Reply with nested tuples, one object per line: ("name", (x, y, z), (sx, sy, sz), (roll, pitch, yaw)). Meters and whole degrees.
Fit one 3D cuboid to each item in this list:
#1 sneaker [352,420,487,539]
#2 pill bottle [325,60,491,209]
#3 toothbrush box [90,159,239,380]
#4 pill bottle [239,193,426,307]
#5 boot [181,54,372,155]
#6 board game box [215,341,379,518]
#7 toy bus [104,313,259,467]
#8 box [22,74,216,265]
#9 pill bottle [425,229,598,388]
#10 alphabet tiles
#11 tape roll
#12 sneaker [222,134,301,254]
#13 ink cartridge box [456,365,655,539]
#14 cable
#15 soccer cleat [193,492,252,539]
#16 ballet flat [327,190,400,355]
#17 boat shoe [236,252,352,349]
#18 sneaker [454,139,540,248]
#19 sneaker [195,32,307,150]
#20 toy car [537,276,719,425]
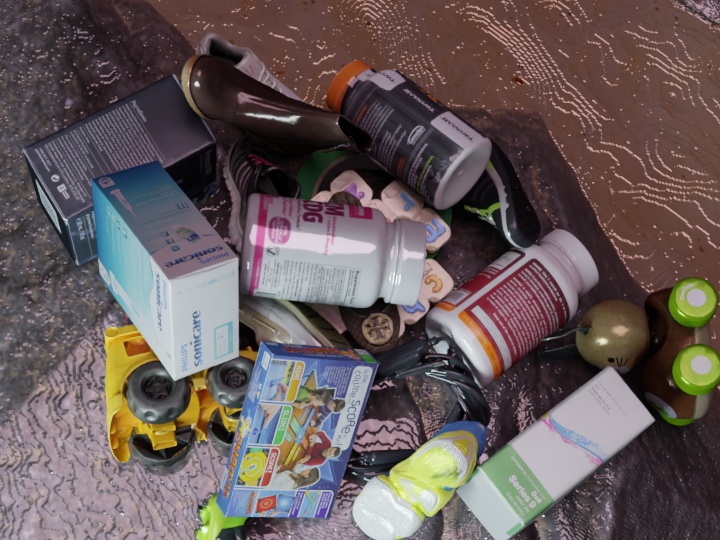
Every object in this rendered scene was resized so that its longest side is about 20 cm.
("sneaker", (0.077, 0.233, 1.535), (0.076, 0.200, 0.105), (53, 41, 4))
("pill bottle", (0.051, -0.170, 1.639), (0.200, 0.106, 0.106), (40, 70, 20))
("toothbrush box", (-0.214, -0.003, 1.499), (0.085, 0.147, 0.200), (-19, 44, -25))
("pill bottle", (-0.032, -0.019, 1.520), (0.199, 0.113, 0.114), (7, 69, -6))
("boot", (-0.093, -0.188, 1.565), (0.166, 0.200, 0.073), (10, 77, 31))
("board game box", (-0.069, 0.179, 1.506), (0.135, 0.034, 0.201), (7, 109, -30))
("toy bus", (-0.200, 0.109, 1.569), (0.199, 0.136, 0.192), (-9, 55, -11))
("box", (-0.280, -0.118, 1.622), (0.200, 0.149, 0.107), (-30, 76, -15))
("pill bottle", (0.184, 0.041, 1.630), (0.200, 0.113, 0.113), (-36, 77, -17))
("alphabet tiles", (0.008, -0.016, 1.633), (0.200, 0.015, 0.196), (-41, 81, -13))
("tape roll", (0.012, -0.071, 1.689), (0.200, 0.048, 0.201), (2, 69, -5))
("sneaker", (-0.113, -0.104, 1.637), (0.074, 0.087, 0.200), (28, 34, -28))
("ink cartridge box", (0.220, 0.211, 1.553), (0.200, 0.145, 0.088), (-36, 77, -17))
("cable", (0.046, 0.172, 1.579), (0.200, 0.051, 0.164), (-27, 104, 5))
("soccer cleat", (-0.154, 0.345, 1.511), (0.081, 0.068, 0.201), (16, 68, -13))
("ballet flat", (0.000, 0.000, 1.596), (0.067, 0.046, 0.201), (-12, 76, -6))
("boat shoe", (-0.087, 0.067, 1.575), (0.200, 0.075, 0.068), (41, 97, 20))
("sneaker", (0.159, -0.079, 1.668), (0.083, 0.072, 0.200), (-35, 33, 16))
("sneaker", (-0.132, -0.223, 1.702), (0.200, 0.099, 0.078), (33, 70, 7))
("toy car", (0.310, 0.096, 1.605), (0.199, 0.164, 0.158), (0, 69, 4))
